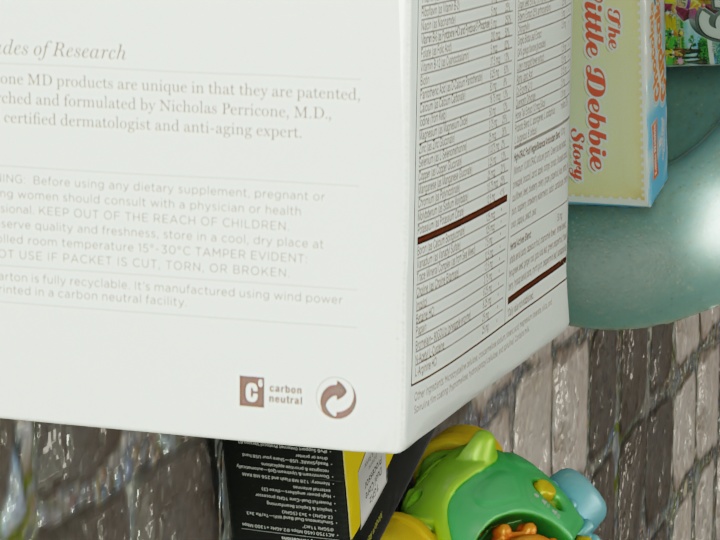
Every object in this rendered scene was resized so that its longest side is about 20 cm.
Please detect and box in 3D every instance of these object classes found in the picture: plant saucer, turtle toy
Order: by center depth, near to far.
[{"bbox_3d":[0.059,0.162,1.179,0.146,0.100,0.201,-45,135,-65],"label":"turtle toy"},{"bbox_3d":[0.121,-0.070,1.186,0.039,0.200,0.202,51,44,-48],"label":"plant saucer"}]

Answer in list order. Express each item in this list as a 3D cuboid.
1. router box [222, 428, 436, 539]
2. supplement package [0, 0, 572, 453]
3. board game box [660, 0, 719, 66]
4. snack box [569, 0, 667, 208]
[{"bbox_3d":[0.000,0.000,1.036,0.200,0.051,0.150,-59,149,-57],"label":"router box"},{"bbox_3d":[-0.058,-0.080,0.601,0.147,0.190,0.201,-28,121,-71],"label":"supplement package"},{"bbox_3d":[0.120,-0.160,1.120,0.064,0.199,0.148,-46,131,-58],"label":"board game box"},{"bbox_3d":[0.060,-0.125,1.100,0.037,0.115,0.201,-51,142,-61],"label":"snack box"}]
